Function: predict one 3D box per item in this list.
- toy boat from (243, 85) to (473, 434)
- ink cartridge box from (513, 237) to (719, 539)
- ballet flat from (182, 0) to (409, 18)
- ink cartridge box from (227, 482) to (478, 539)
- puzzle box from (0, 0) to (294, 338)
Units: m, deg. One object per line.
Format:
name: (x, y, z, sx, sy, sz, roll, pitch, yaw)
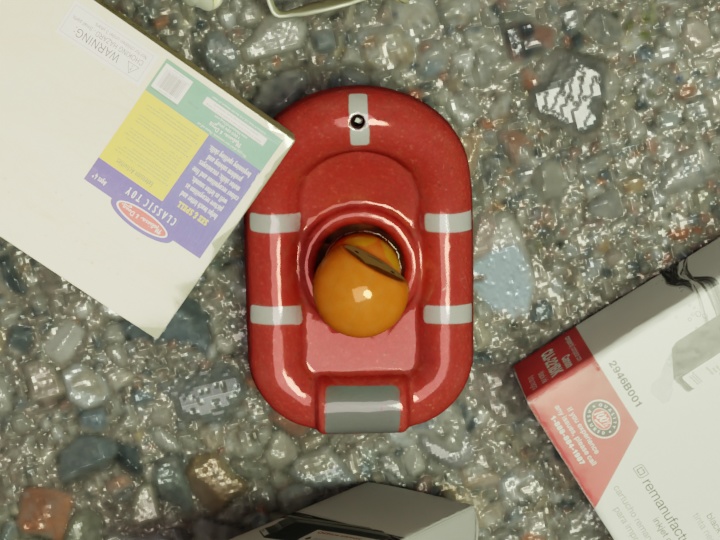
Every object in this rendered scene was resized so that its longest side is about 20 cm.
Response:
toy boat: (0.000, 0.000, 0.962, 0.130, 0.131, 0.201, -2, 101, -1)
ink cartridge box: (0.211, 0.070, 1.003, 0.200, 0.084, 0.145, -33, 99, 4)
ballet flat: (-0.063, -0.172, 0.967, 0.199, 0.069, 0.070, 1, 100, -1)
ink cartridge box: (-0.021, 0.213, 0.965, 0.084, 0.200, 0.145, 9, 103, 34)
puzzle box: (-0.151, -0.072, 0.921, 0.200, 0.025, 0.133, 35, 98, -9)
